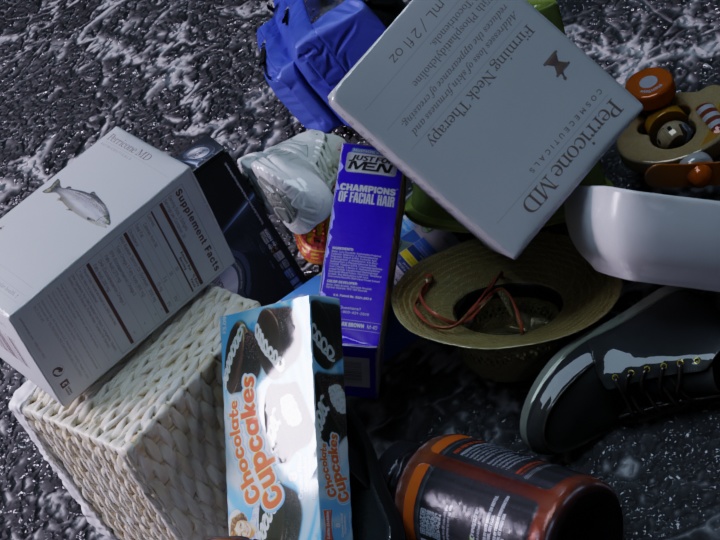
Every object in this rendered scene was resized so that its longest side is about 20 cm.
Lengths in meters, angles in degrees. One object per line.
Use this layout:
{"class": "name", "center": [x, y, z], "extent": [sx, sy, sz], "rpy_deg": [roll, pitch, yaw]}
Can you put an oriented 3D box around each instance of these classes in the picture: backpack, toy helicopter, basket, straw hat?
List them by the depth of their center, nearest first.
{"class": "straw hat", "center": [0.130, 0.049, 1.576], "extent": [0.200, 0.085, 0.201], "rpy_deg": [-6, 30, 3]}
{"class": "basket", "center": [-0.161, 0.132, 1.598], "extent": [0.161, 0.200, 0.198], "rpy_deg": [19, 58, 40]}
{"class": "toy helicopter", "center": [0.333, -0.124, 1.656], "extent": [0.200, 0.079, 0.132], "rpy_deg": [-5, 42, 22]}
{"class": "backpack", "center": [-0.028, -0.263, 1.989], "extent": [0.168, 0.163, 0.200], "rpy_deg": [-26, 38, 11]}

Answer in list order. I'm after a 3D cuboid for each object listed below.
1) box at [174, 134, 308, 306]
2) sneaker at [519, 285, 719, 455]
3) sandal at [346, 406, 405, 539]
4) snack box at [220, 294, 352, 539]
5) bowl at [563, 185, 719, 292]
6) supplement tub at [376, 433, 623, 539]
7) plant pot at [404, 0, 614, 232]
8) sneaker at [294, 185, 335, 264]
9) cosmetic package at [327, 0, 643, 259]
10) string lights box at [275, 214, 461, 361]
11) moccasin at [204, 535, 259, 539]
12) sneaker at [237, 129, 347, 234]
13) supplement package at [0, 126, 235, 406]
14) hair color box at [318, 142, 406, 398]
{"class": "box", "center": [-0.156, -0.007, 1.746], "extent": [0.160, 0.200, 0.044], "rpy_deg": [-38, 36, -11]}
{"class": "sneaker", "center": [0.228, 0.091, 1.473], "extent": [0.200, 0.075, 0.106], "rpy_deg": [-38, 34, -12]}
{"class": "sandal", "center": [-0.020, 0.168, 1.456], "extent": [0.075, 0.048, 0.201], "rpy_deg": [-58, 34, 17]}
{"class": "snack box", "center": [-0.061, 0.128, 1.448], "extent": [0.116, 0.037, 0.201], "rpy_deg": [-14, 75, 47]}
{"class": "bowl", "center": [0.271, -0.024, 1.490], "extent": [0.199, 0.075, 0.200], "rpy_deg": [7, 4, -7]}
{"class": "supplement tub", "center": [0.101, 0.190, 1.422], "extent": [0.200, 0.107, 0.107], "rpy_deg": [15, 56, 43]}
{"class": "plant pot", "center": [0.130, -0.155, 1.674], "extent": [0.199, 0.190, 0.200], "rpy_deg": [-6, 17, 2]}
{"class": "sneaker", "center": [-0.031, -0.041, 1.787], "extent": [0.073, 0.077, 0.200], "rpy_deg": [6, 21, 0]}
{"class": "cosmetic package", "center": [0.099, -0.137, 1.510], "extent": [0.167, 0.200, 0.166], "rpy_deg": [-49, 2, 1]}
{"class": "string lights box", "center": [0.010, 0.033, 1.705], "extent": [0.200, 0.059, 0.103], "rpy_deg": [-34, 38, -5]}
{"class": "moccasin", "center": [-0.077, 0.259, 1.395], "extent": [0.201, 0.074, 0.078], "rpy_deg": [11, 48, 37]}
{"class": "sneaker", "center": [-0.051, -0.096, 1.703], "extent": [0.099, 0.078, 0.200], "rpy_deg": [-32, 20, -8]}
{"class": "supplement package", "center": [-0.229, -0.006, 1.535], "extent": [0.200, 0.117, 0.117], "rpy_deg": [-42, 44, -20]}
{"class": "hair color box", "center": [0.000, 0.000, 1.605], "extent": [0.065, 0.109, 0.200], "rpy_deg": [5, 63, 3]}
